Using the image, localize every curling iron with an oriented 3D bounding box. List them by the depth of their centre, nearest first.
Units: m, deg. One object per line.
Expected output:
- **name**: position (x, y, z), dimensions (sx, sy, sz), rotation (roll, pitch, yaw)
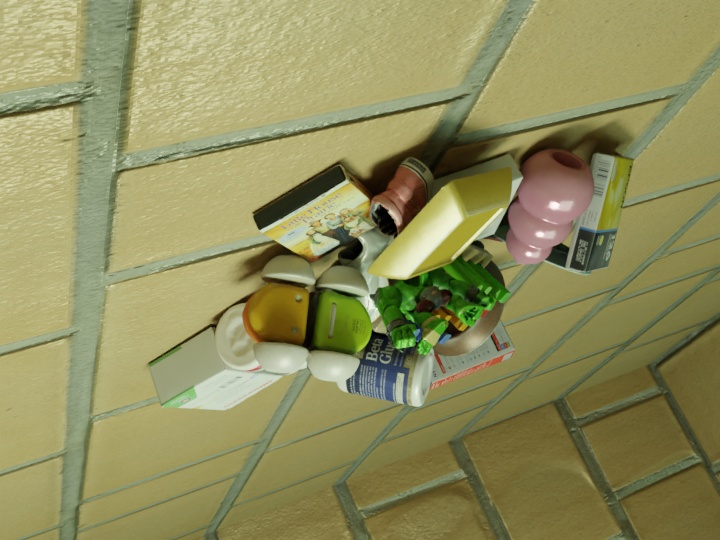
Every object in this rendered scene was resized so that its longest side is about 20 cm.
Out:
- **curling iron**: position (0.254, -0.056, 1.822), dimensions (0.200, 0.026, 0.050), rotation (-9, 118, -46)

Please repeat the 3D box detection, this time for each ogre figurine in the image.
- **ogre figurine**: position (0.105, 0.049, 1.502), dimensions (0.200, 0.120, 0.098), rotation (-35, 145, -17)

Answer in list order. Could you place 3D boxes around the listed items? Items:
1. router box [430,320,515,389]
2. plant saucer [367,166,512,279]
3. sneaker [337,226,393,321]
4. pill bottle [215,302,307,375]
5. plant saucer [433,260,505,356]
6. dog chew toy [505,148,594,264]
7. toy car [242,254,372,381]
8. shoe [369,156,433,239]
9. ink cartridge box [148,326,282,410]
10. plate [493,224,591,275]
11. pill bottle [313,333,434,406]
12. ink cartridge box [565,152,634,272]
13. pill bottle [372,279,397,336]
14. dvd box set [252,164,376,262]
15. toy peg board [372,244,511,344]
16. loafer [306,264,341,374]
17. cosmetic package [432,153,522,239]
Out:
- **router box**: position (0.173, 0.104, 1.880), dimensions (0.179, 0.201, 0.049), rotation (-19, 159, -12)
- **plant saucer**: position (0.129, -0.060, 1.428), dimensions (0.200, 0.048, 0.200), rotation (-48, 163, 33)
- **sneaker**: position (0.000, 0.000, 1.569), dimensions (0.092, 0.076, 0.201), rotation (2, 123, -22)
- **pill bottle**: position (-0.151, 0.122, 1.667), dimensions (0.111, 0.111, 0.200), rotation (-32, 159, 17)
- **plant saucer**: position (0.173, 0.057, 1.786), dimensions (0.200, 0.201, 0.034), rotation (-35, 141, 25)
- **dog chew toy**: position (0.297, -0.096, 1.586), dimensions (0.124, 0.125, 0.201), rotation (-9, 133, -37)
- **toy car**: position (-0.086, 0.080, 1.509), dimensions (0.199, 0.176, 0.150), rotation (11, 165, -19)
- **shoe**: position (0.061, -0.080, 1.439), dimensions (0.091, 0.071, 0.200), rotation (-48, 160, -16)
- **ink cartridge box**: position (-0.252, 0.179, 1.725), dimensions (0.145, 0.088, 0.200), rotation (-31, 158, 18)
- **plate**: position (0.324, -0.045, 1.744), dimensions (0.200, 0.200, 0.026), rotation (5, 113, -54)
- **pill bottle**: position (0.021, 0.167, 1.714), dimensions (0.199, 0.112, 0.111), rotation (9, 166, 14)
- **ink cartridge box**: position (0.421, -0.100, 1.675), dimensions (0.200, 0.047, 0.198), rotation (-8, 111, -59)
- **pill bottle**: position (0.038, 0.080, 1.785), dimensions (0.112, 0.112, 0.200), rotation (-18, 159, -20)
- **dvd box set**: position (-0.051, -0.078, 1.410), dimensions (0.146, 0.029, 0.200), rotation (-29, 160, 10)
- **toy peg board**: position (0.148, 0.058, 1.656), dimensions (0.199, 0.098, 0.200), rotation (-51, 153, 13)
- **loafer**: position (-0.053, 0.084, 1.650), dimensions (0.070, 0.070, 0.201), rotation (13, 97, -46)
- **cosmetic package**: position (0.165, -0.099, 1.583), dimensions (0.150, 0.052, 0.200), rotation (-22, 160, -16)
